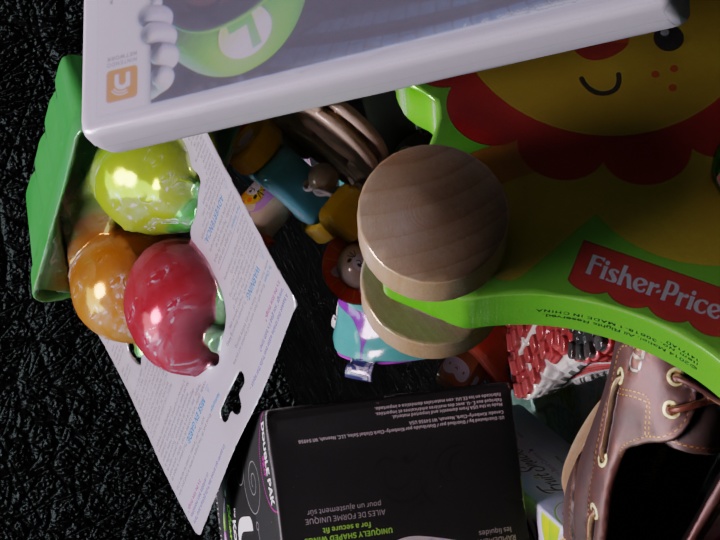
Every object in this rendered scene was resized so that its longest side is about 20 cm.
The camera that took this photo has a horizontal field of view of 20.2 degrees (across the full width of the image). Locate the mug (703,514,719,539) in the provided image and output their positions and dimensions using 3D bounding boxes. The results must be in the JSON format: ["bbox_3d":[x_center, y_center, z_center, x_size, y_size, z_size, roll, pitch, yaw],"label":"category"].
[{"bbox_3d":[0.183,0.196,0.884,0.178,0.133,0.200,-129,19,-53],"label":"mug"}]

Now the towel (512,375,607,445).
[{"bbox_3d":[0.126,0.081,1.025,0.200,0.048,0.171,-125,29,-57],"label":"towel"}]

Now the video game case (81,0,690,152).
[{"bbox_3d":[0.000,-0.142,0.639,0.023,0.200,0.182,31,-128,-59],"label":"video game case"}]

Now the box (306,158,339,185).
[{"bbox_3d":[-0.030,-0.127,1.568,0.200,0.044,0.160,76,167,-54],"label":"box"}]

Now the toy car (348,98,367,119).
[{"bbox_3d":[-0.023,-0.169,1.068,0.200,0.164,0.158,55,176,-21],"label":"toy car"}]

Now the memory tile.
[{"bbox_3d":[-0.052,-0.095,0.991,0.200,0.017,0.153,33,171,46],"label":"memory tile"}]

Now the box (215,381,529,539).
[{"bbox_3d":[0.007,0.164,0.982,0.149,0.124,0.200,152,113,-73],"label":"box"}]

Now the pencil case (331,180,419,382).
[{"bbox_3d":[0.017,-0.040,1.203,0.085,0.092,0.200,-24,-67,-64],"label":"pencil case"}]

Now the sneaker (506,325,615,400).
[{"bbox_3d":[0.115,0.019,0.899,0.200,0.082,0.078,166,103,-77],"label":"sneaker"}]

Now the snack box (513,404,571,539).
[{"bbox_3d":[0.094,0.163,0.998,0.200,0.053,0.142,-141,46,-67],"label":"snack box"}]

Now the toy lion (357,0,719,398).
[{"bbox_3d":[0.095,-0.050,0.642,0.200,0.192,0.069,21,159,12],"label":"toy lion"}]

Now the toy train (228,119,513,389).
[{"bbox_3d":[0.000,0.000,1.031,0.200,0.056,0.150,36,172,27],"label":"toy train"}]

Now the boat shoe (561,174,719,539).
[{"bbox_3d":[0.129,0.049,0.779,0.070,0.070,0.200,-90,10,-54],"label":"boat shoe"}]

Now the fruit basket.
[{"bbox_3d":[-0.089,-0.004,0.978,0.200,0.094,0.185,55,143,28],"label":"fruit basket"}]

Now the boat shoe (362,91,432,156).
[{"bbox_3d":[0.035,-0.040,1.119,0.202,0.072,0.060,61,-151,0],"label":"boat shoe"}]
